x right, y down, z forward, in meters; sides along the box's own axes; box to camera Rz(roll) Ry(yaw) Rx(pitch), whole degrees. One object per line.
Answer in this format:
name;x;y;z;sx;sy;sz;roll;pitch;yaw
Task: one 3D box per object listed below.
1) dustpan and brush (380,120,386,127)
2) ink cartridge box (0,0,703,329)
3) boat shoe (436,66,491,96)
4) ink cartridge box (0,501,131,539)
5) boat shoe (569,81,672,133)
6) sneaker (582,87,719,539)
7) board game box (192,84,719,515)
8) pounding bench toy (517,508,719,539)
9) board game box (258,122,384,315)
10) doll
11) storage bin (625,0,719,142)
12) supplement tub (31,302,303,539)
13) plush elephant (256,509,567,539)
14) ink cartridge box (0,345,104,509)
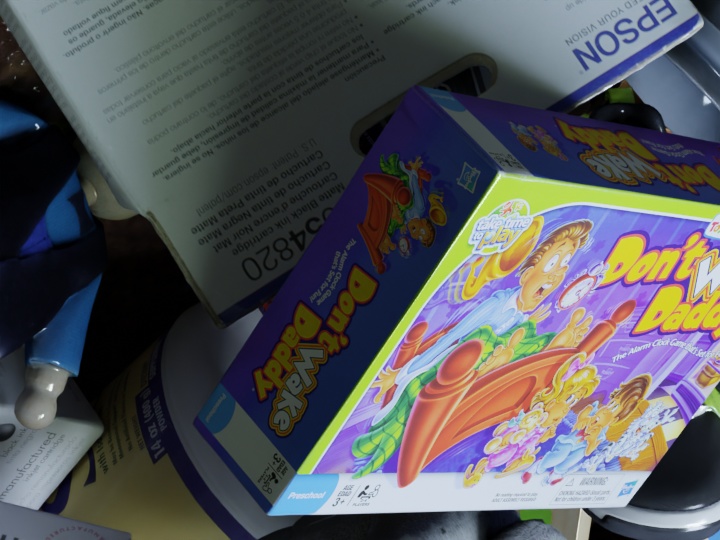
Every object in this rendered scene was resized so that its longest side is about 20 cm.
dustpan and brush;-0.002;-0.048;0.982;0.057;0.140;0.200;-24;147;-2
ink cartridge box;-0.020;-0.111;0.857;0.199;0.200;0.041;-31;176;-9
boat shoe;0.036;-0.080;0.988;0.057;0.069;0.200;-8;143;6
ink cartridge box;-0.150;0.145;0.973;0.115;0.068;0.200;13;139;4
boat shoe;0.089;-0.104;1.074;0.072;0.068;0.200;-49;145;16
sneaker;0.105;0.012;1.007;0.072;0.200;0.083;-4;141;-4
board game box;0.056;0.016;0.844;0.200;0.045;0.135;5;125;-50
pounding bench toy;0.082;0.058;1.183;0.124;0.200;0.156;-1;101;-45
board game box;-0.027;-0.034;0.928;0.032;0.200;0.120;-20;142;-18
doll;-0.141;0.002;0.949;0.200;0.048;0.137;-43;121;-44
storage bin;0.173;-0.104;0.975;0.134;0.146;0.200;-47;144;3
supplement tub;-0.078;0.118;1.097;0.200;0.145;0.145;-42;148;27
plush elephant;0.031;0.152;0.940;0.165;0.155;0.200;-23;-172;36
ink cartridge box;-0.212;0.066;0.993;0.116;0.067;0.200;-49;145;18
